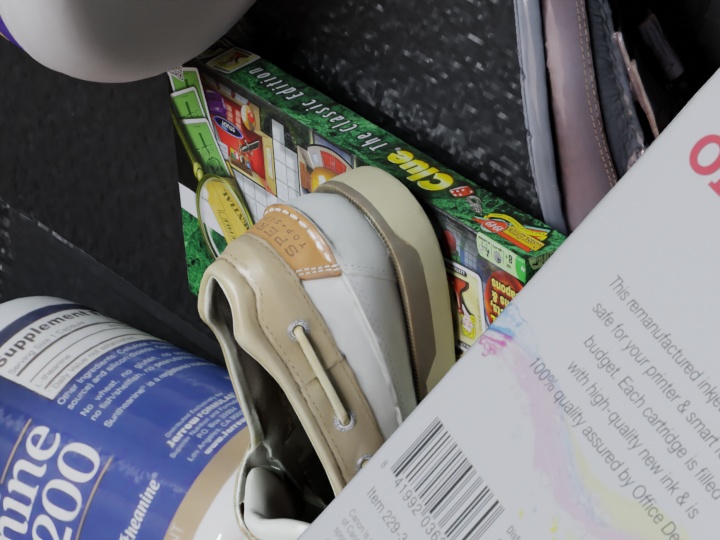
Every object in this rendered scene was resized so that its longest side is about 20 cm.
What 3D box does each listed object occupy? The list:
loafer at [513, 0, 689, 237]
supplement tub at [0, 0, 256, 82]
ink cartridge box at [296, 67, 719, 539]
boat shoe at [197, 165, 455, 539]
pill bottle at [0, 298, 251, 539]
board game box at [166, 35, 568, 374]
[{"bbox_3d":[0.088,-0.019,0.763,0.063,0.072,0.201,-7,108,10],"label":"loafer"},{"bbox_3d":[-0.122,-0.166,0.817,0.200,0.145,0.146,33,125,26],"label":"supplement tub"},{"bbox_3d":[0.089,0.070,0.676,0.200,0.086,0.148,-47,43,11],"label":"ink cartridge box"},{"bbox_3d":[-0.006,0.070,0.780,0.075,0.068,0.201,21,129,54],"label":"boat shoe"},{"bbox_3d":[-0.096,0.076,0.900,0.200,0.111,0.111,22,119,32],"label":"pill bottle"},{"bbox_3d":[0.000,0.000,0.815,0.200,0.023,0.105,33,139,46],"label":"board game box"}]
